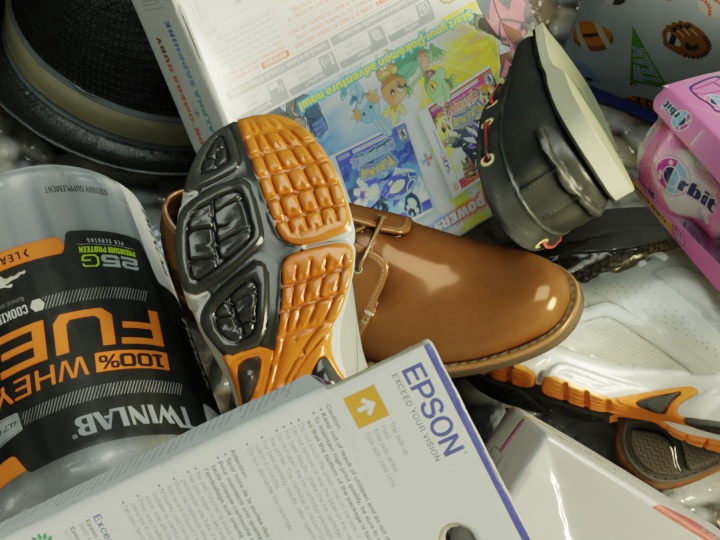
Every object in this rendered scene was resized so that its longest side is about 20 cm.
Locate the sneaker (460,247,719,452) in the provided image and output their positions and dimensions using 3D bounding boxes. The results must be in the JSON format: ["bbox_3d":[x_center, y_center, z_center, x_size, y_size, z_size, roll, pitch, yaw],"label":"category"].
[{"bbox_3d":[0.126,0.024,1.157,0.200,0.076,0.092,14,75,2],"label":"sneaker"}]

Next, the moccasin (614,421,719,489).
[{"bbox_3d":[0.194,0.028,1.231,0.074,0.078,0.201,38,71,-4],"label":"moccasin"}]

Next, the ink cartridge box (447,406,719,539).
[{"bbox_3d":[0.103,0.120,1.090,0.116,0.200,0.068,32,91,-1],"label":"ink cartridge box"}]

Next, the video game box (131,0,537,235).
[{"bbox_3d":[0.004,-0.096,1.229,0.200,0.047,0.182,-31,105,-31],"label":"video game box"}]

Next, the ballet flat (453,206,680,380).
[{"bbox_3d":[0.089,0.013,1.237,0.200,0.046,0.067,-22,22,-32],"label":"ballet flat"}]

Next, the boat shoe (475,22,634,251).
[{"bbox_3d":[0.084,-0.065,1.168,0.074,0.063,0.201,55,12,-13],"label":"boat shoe"}]

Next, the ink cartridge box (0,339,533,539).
[{"bbox_3d":[-0.017,0.148,0.980,0.200,0.043,0.197,-25,100,9],"label":"ink cartridge box"}]

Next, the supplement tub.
[{"bbox_3d":[-0.126,0.064,1.091,0.122,0.123,0.200,-10,57,-21],"label":"supplement tub"}]

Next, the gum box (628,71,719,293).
[{"bbox_3d":[0.232,-0.041,1.149,0.200,0.066,0.114,-12,47,-31],"label":"gum box"}]

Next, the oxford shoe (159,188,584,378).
[{"bbox_3d":[0.000,0.000,1.111,0.200,0.071,0.071,6,54,17],"label":"oxford shoe"}]

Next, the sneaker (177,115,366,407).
[{"bbox_3d":[-0.030,0.035,1.061,0.076,0.092,0.200,-11,80,-1],"label":"sneaker"}]

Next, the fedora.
[{"bbox_3d":[-0.103,-0.141,1.264,0.200,0.092,0.201,5,52,-6],"label":"fedora"}]

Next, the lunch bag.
[{"bbox_3d":[0.227,-0.144,1.309,0.200,0.170,0.124,25,56,7],"label":"lunch bag"}]
